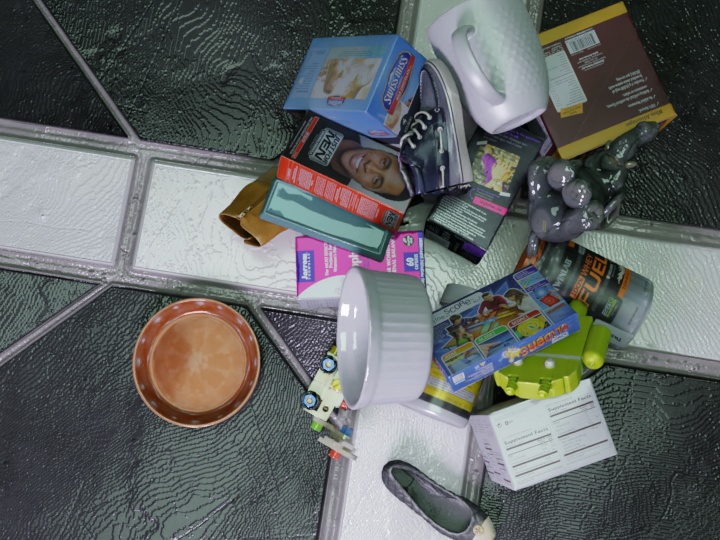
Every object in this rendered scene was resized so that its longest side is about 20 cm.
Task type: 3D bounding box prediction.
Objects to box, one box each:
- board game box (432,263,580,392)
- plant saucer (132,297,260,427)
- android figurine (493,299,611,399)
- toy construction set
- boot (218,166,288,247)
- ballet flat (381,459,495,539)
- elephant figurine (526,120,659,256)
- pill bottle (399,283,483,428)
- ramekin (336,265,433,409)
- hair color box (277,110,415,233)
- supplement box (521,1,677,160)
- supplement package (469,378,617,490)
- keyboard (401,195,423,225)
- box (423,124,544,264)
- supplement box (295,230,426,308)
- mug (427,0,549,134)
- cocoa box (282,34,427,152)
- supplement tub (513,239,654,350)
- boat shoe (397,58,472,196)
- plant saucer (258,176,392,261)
[{"bbox_3d":[0.190,0.077,1.320,0.199,0.035,0.136,-25,38,-5],"label":"board game box"},{"bbox_3d":[-0.255,0.144,1.459,0.199,0.032,0.202,0,80,-1],"label":"plant saucer"},{"bbox_3d":[0.258,0.110,1.322,0.181,0.041,0.200,4,38,27],"label":"android figurine"},{"bbox_3d":[-0.015,0.190,1.431,0.131,0.092,0.201,28,71,3],"label":"toy construction set"},{"bbox_3d":[-0.107,-0.083,1.441,0.200,0.071,0.144,21,53,25],"label":"boot"},{"bbox_3d":[0.116,0.358,1.416,0.199,0.057,0.067,31,83,4],"label":"ballet flat"},{"bbox_3d":[0.343,-0.123,1.377,0.199,0.155,0.142,-26,103,-39],"label":"elephant figurine"},{"bbox_3d":[0.142,0.129,1.424,0.114,0.114,0.201,21,82,3],"label":"pill bottle"},{"bbox_3d":[0.033,0.095,1.319,0.097,0.200,0.202,1,81,-14],"label":"ramekin"},{"bbox_3d":[-0.013,-0.148,1.389,0.199,0.061,0.102,25,59,2],"label":"hair color box"},{"bbox_3d":[0.354,-0.279,1.481,0.196,0.133,0.201,-22,82,-4],"label":"supplement box"},{"bbox_3d":[0.260,0.237,1.364,0.155,0.200,0.111,-19,83,-4],"label":"supplement package"},{"bbox_3d":[0.003,-0.090,1.505,0.199,0.040,0.104,-19,58,-2],"label":"keyboard"},{"bbox_3d":[0.190,-0.128,1.461,0.106,0.122,0.201,29,81,5],"label":"box"},{"bbox_3d":[0.000,0.000,1.450,0.199,0.103,0.102,-3,81,1],"label":"supplement box"},{"bbox_3d":[0.186,-0.295,1.340,0.147,0.200,0.176,-25,86,27],"label":"mug"},{"bbox_3d":[0.005,-0.270,1.428,0.199,0.131,0.134,12,76,47],"label":"cocoa box"},{"bbox_3d":[0.338,0.028,1.438,0.199,0.123,0.123,26,82,3],"label":"supplement tub"},{"bbox_3d":[0.095,-0.200,1.337,0.092,0.075,0.201,-13,89,-19],"label":"boat shoe"},{"bbox_3d":[-0.049,-0.079,1.401,0.199,0.019,0.070,20,79,0],"label":"plant saucer"}]
